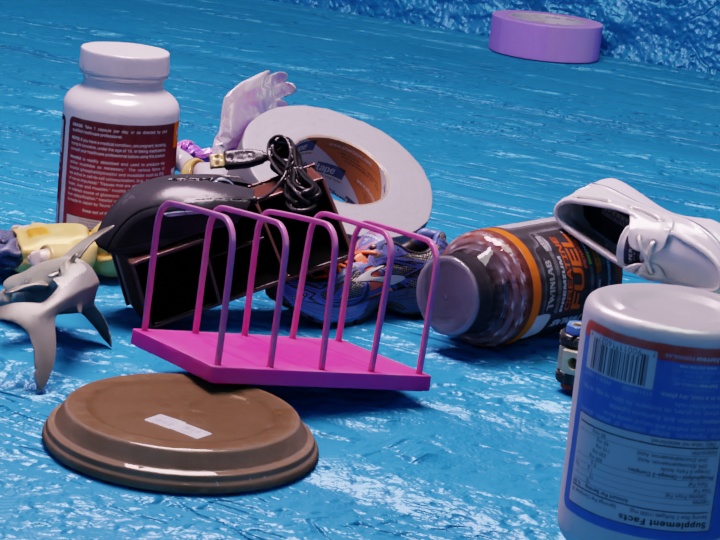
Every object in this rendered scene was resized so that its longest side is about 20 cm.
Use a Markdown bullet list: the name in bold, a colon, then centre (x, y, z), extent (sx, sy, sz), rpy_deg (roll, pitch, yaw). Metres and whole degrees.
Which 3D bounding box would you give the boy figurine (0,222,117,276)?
- **boy figurine**: centre (-0.288, -0.023, 1.870), extent (0.200, 0.065, 0.124), rpy_deg (0, 13, -11)

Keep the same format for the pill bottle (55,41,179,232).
- **pill bottle**: centre (-0.233, -0.114, 1.966), extent (0.113, 0.200, 0.113), rpy_deg (6, 15, -1)

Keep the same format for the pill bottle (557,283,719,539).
- **pill bottle**: centre (0.178, 0.116, 1.232), extent (0.112, 0.200, 0.112), rpy_deg (5, 15, -1)

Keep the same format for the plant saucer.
- **plant saucer**: centre (-0.128, 0.113, 1.472), extent (0.200, 0.030, 0.200), rpy_deg (6, 15, -2)

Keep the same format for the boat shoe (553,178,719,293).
- **boat shoe**: centre (0.250, -0.019, 1.770), extent (0.065, 0.074, 0.200), rpy_deg (-18, 29, -34)

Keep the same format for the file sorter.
- **file sorter**: centre (-0.055, 0.017, 1.615), extent (0.200, 0.126, 0.139), rpy_deg (4, 8, -33)

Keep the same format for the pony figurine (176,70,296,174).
- **pony figurine**: centre (-0.129, -0.104, 2.127), extent (0.193, 0.167, 0.200), rpy_deg (-17, 41, -40)

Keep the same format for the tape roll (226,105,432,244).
- **tape roll**: centre (-0.031, -0.075, 1.998), extent (0.200, 0.066, 0.200), rpy_deg (16, 38, -13)

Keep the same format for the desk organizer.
- **desk organizer**: centre (-0.112, -0.021, 1.790), extent (0.200, 0.072, 0.077), rpy_deg (-20, 25, -14)

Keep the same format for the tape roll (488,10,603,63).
- **tape roll**: centre (0.332, -0.421, 3.668), extent (0.200, 0.066, 0.200), rpy_deg (6, 14, -1)

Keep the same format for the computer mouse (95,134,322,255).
- **computer mouse**: centre (-0.139, -0.078, 1.783), extent (0.200, 0.046, 0.140), rpy_deg (-13, 28, -2)

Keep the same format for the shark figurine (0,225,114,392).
- **shark figurine**: centre (-0.233, 0.033, 1.660), extent (0.128, 0.090, 0.214), rpy_deg (-31, 12, -6)

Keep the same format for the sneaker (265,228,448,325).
- **sneaker**: centre (0.000, 0.000, 1.857), extent (0.200, 0.079, 0.075), rpy_deg (-8, 18, -35)

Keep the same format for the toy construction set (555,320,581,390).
- **toy construction set**: centre (0.240, 0.067, 1.697), extent (0.131, 0.092, 0.200), rpy_deg (14, 5, 27)

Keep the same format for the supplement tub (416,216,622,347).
- **supplement tub**: centre (0.139, 0.011, 1.822), extent (0.107, 0.107, 0.200), rpy_deg (18, 19, 39)
